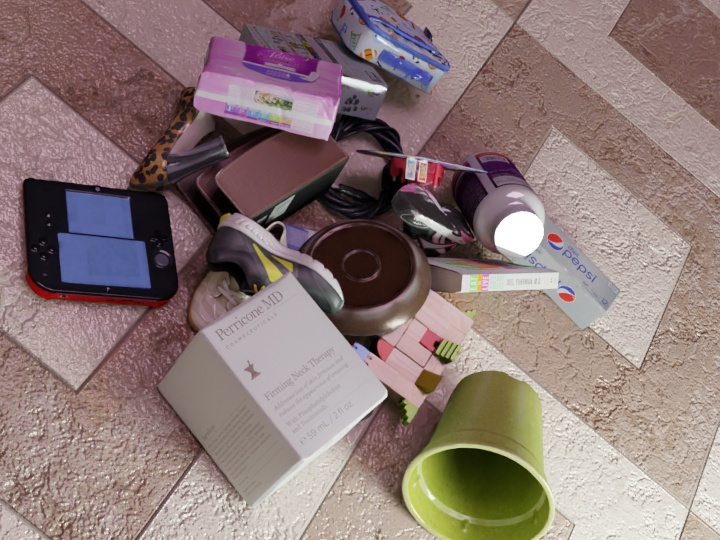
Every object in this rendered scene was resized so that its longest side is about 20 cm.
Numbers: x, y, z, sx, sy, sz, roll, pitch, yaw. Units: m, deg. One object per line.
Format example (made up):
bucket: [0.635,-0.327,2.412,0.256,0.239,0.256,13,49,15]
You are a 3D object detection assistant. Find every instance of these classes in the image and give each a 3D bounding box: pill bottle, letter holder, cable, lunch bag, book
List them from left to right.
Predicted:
letter holder: [-0.143,-0.144,1.674,0.200,0.101,0.142,-35,81,-34]
cable: [0.006,-0.165,1.825,0.199,0.051,0.164,-29,79,-41]
lunch bag: [0.052,-0.368,1.916,0.199,0.076,0.161,20,27,-37]
book: [0.178,0.010,1.759,0.199,0.133,0.048,-1,98,-39]
pill bottle: [0.214,-0.099,1.821,0.112,0.113,0.200,19,23,-21]

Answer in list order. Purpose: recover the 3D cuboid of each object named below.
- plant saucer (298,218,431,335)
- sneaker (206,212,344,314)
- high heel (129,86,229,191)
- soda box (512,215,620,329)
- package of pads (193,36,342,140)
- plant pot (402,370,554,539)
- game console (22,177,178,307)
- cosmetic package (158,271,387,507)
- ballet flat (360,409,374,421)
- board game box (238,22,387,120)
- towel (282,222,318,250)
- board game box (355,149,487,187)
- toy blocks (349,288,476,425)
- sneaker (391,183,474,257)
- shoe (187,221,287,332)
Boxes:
plant saucer: [0.000,0.000,1.648,0.198,0.032,0.201,0,54,0]
sneaker: [-0.116,0.010,1.562,0.199,0.075,0.085,32,64,-1]
high heel: [-0.273,-0.191,1.672,0.142,0.072,0.200,-23,41,-4]
soda box: [0.319,-0.005,1.905,0.200,0.068,0.063,45,49,1]
package of pads: [-0.128,-0.257,1.655,0.198,0.076,0.121,12,38,-7]
plant pot: [0.172,0.242,1.597,0.200,0.201,0.185,33,39,-9]
game console: [-0.339,-0.038,1.547,0.199,0.031,0.178,6,59,-29]
cosmetic package: [-0.112,0.150,1.479,0.200,0.166,0.167,50,49,7]
ballet flat: [-0.056,0.124,1.593,0.067,0.064,0.200,-42,85,-14]
board game box: [-0.078,-0.305,1.816,0.199,0.065,0.148,8,29,-29]
towel: [-0.032,0.017,1.707,0.199,0.024,0.148,16,57,-20]
board game box: [0.087,-0.145,1.771,0.199,0.158,0.039,8,92,-37]
toy blocks: [0.060,0.095,1.658,0.136,0.100,0.201,36,71,-3]
sneaker: [0.094,-0.058,1.749,0.200,0.086,0.081,28,29,-55]
shoe: [-0.164,0.006,1.604,0.070,0.053,0.200,39,56,-1]
